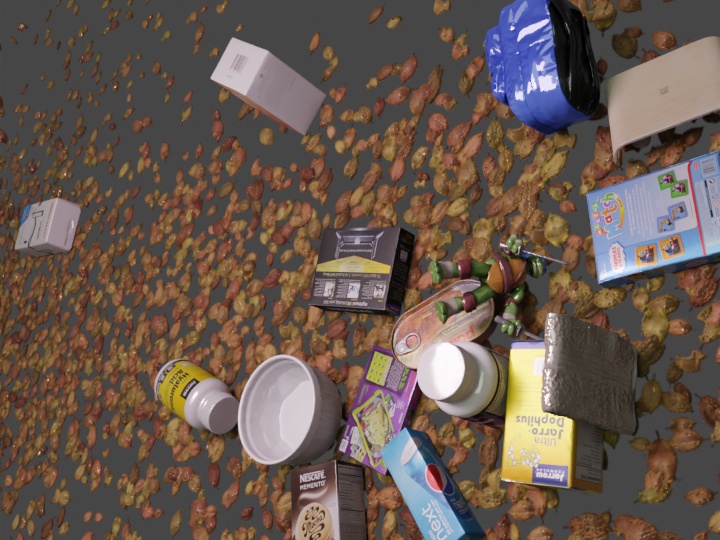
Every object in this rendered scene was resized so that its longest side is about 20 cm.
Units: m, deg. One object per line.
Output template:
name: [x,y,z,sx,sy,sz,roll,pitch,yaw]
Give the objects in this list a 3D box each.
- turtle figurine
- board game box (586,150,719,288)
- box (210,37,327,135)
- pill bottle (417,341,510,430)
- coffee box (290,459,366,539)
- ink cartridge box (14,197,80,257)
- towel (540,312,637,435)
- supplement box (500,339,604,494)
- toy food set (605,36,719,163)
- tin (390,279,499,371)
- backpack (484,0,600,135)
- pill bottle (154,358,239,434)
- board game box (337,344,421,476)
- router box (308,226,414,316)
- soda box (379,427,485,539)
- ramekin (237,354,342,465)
turtle figurine: [0.214,0.025,1.177,0.191,0.145,0.201,-11,48,-5]
board game box: [0.439,-0.071,1.123,0.198,0.036,0.153,-17,63,35]
box: [-0.202,-0.407,1.702,0.152,0.199,0.107,32,93,43]
pill bottle: [0.173,0.170,1.147,0.111,0.199,0.113,-17,62,35]
coffee box: [-0.055,0.440,1.321,0.112,0.079,0.202,-22,60,34]
ink cartridge box: [-0.949,-0.129,2.320,0.198,0.084,0.148,-7,68,40]
towel: [0.316,0.144,1.037,0.034,0.198,0.134,-13,65,50]
supplement box: [0.280,0.209,1.101,0.109,0.108,0.203,-6,69,39]
toy food set: [0.472,-0.256,1.164,0.198,0.060,0.145,-19,50,33]
tin: [0.143,0.097,1.296,0.199,0.042,0.113,-32,50,16]
backpack: [0.303,-0.327,1.266,0.167,0.161,0.203,-22,72,43]
pill bottle: [-0.341,0.269,1.617,0.199,0.111,0.113,20,86,43]
board game box: [0.040,0.244,1.352,0.119,0.032,0.202,15,84,46]
router box: [0.000,0.000,1.466,0.198,0.052,0.159,2,75,41]
soda box: [0.111,0.353,1.222,0.068,0.064,0.201,-46,50,17]
ramekin: [-0.126,0.267,1.435,0.198,0.105,0.203,-17,62,35]
